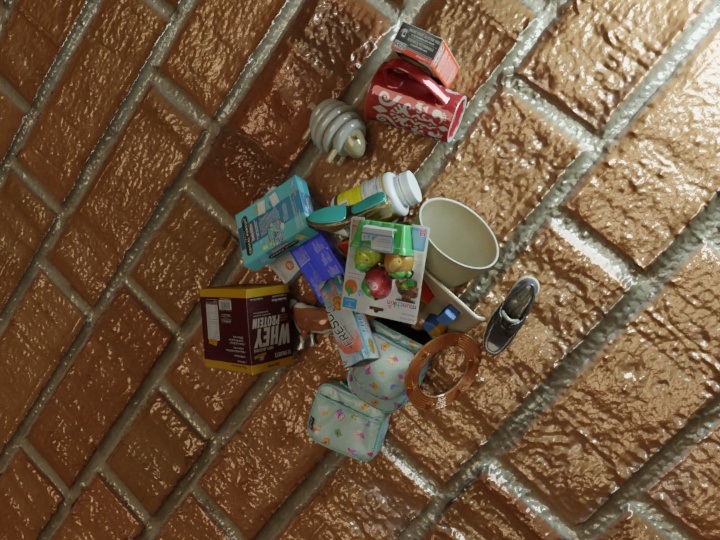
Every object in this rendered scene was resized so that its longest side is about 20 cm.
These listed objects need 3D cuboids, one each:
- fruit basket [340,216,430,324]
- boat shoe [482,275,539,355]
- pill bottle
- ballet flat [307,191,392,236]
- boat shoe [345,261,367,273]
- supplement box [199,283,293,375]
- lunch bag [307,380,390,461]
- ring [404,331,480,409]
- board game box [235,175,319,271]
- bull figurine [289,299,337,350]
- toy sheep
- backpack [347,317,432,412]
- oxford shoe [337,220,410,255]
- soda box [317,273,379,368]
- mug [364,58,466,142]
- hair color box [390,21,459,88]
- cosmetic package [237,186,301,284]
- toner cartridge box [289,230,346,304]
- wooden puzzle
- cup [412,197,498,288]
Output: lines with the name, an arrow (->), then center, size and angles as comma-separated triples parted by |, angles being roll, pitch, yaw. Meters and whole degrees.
fruit basket -> 0.044, -0.003, 1.295 | 0.184, 0.094, 0.202 | 11, 90, 29
boat shoe -> 0.331, 0.103, 1.393 | 0.072, 0.065, 0.201 | 34, 105, 13
pill bottle -> 0.038, -0.158, 1.460 | 0.199, 0.109, 0.110 | -21, 86, 20
ballet flat -> -0.018, -0.116, 1.403 | 0.199, 0.068, 0.073 | -17, 130, 15
boat shoe -> 0.000, 0.000, 1.517 | 0.072, 0.072, 0.200 | 38, 100, -17
supplement box -> -0.284, 0.139, 1.559 | 0.196, 0.132, 0.202 | -1, 95, 42
lunch bag -> -0.032, 0.364, 1.542 | 0.199, 0.077, 0.162 | 19, 101, 18
ring -> 0.188, 0.230, 1.403 | 0.019, 0.199, 0.201 | 42, 111, 52
board game box -> -0.203, -0.112, 1.501 | 0.199, 0.047, 0.152 | -29, 59, 24
bull figurine -> -0.108, 0.136, 1.562 | 0.199, 0.065, 0.122 | 2, 99, 23
toy sheep -> -0.062, -0.334, 1.477 | 0.200, 0.138, 0.138 | 44, 107, 19
backpack -> 0.063, 0.228, 1.461 | 0.175, 0.153, 0.201 | 25, 111, 14
oxford shoe -> 0.033, -0.069, 1.424 | 0.199, 0.071, 0.073 | -4, 50, 41
soda box -> -0.026, 0.112, 1.384 | 0.063, 0.068, 0.201 | -26, 73, 21
mug -> 0.120, -0.369, 1.385 | 0.199, 0.177, 0.134 | 24, 100, 13
hair color box -> 0.144, -0.457, 1.348 | 0.101, 0.200, 0.062 | 31, 100, 16
cosmetic package -> -0.196, -0.089, 1.585 | 0.200, 0.052, 0.151 | 47, 110, 11
toner cartridge box -> -0.100, -0.027, 1.491 | 0.095, 0.043, 0.201 | -38, 73, 20
wooden puzzle -> 0.156, 0.083, 1.389 | 0.200, 0.185, 0.046 | 38, 66, 1
cup -> 0.183, -0.039, 1.388 | 0.200, 0.200, 0.143 | 45, 132, 12
